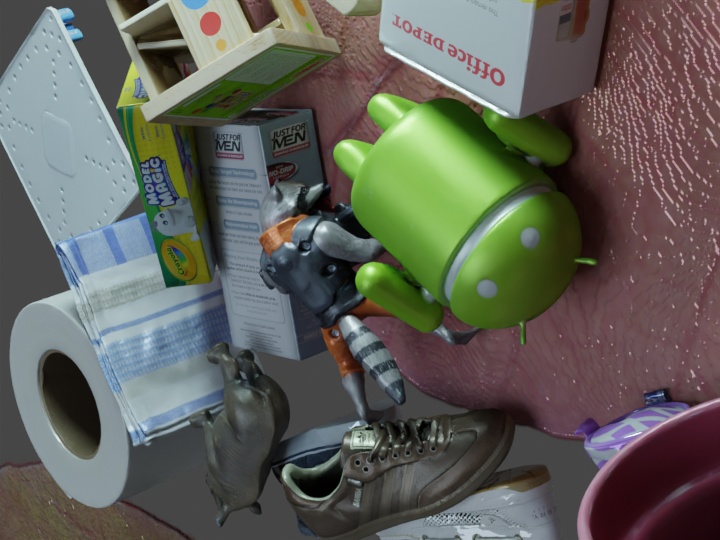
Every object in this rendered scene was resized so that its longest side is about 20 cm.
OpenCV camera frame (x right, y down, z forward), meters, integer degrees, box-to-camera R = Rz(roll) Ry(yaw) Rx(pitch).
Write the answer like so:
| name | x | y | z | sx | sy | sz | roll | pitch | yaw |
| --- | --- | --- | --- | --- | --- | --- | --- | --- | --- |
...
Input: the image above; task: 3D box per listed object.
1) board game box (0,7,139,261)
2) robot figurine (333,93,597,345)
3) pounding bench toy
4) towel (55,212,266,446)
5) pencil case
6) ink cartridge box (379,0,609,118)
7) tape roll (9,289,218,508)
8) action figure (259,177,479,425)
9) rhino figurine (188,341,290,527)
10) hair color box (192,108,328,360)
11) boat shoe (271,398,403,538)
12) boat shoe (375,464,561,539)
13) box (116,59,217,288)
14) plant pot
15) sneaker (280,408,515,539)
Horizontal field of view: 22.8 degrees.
| name | x | y | z | sx | sy | sz | roll | pitch | yaw |
| --- | --- | --- | --- | --- | --- | --- | --- | --- | --- |
| board game box | -0.287 | -0.127 | 1.759 | 0.200 | 0.026 | 0.201 | -40 | 74 | 51 |
| robot figurine | 0.073 | -0.041 | 1.263 | 0.200 | 0.116 | 0.176 | 45 | 105 | 24 |
| pounding bench toy | -0.090 | -0.227 | 1.379 | 0.199 | 0.124 | 0.157 | -28 | 82 | 23 |
| towel | -0.175 | 0.044 | 1.594 | 0.024 | 0.146 | 0.201 | -36 | 77 | 57 |
| pencil case | 0.211 | 0.189 | 1.225 | 0.085 | 0.084 | 0.201 | -16 | 93 | 33 |
| ink cartridge box | 0.094 | -0.224 | 1.185 | 0.145 | 0.083 | 0.201 | 34 | 131 | 38 |
| tape roll | -0.220 | 0.106 | 1.687 | 0.202 | 0.139 | 0.204 | 26 | 126 | 42 |
| action figure | 0.000 | 0.000 | 1.370 | 0.194 | 0.105 | 0.200 | 48 | 123 | 1 |
| rhino figurine | -0.107 | 0.154 | 1.545 | 0.088 | 0.060 | 0.201 | 52 | 144 | 31 |
| hair color box | -0.075 | -0.033 | 1.506 | 0.099 | 0.060 | 0.201 | 8 | 113 | 50 |
| boat shoe | -0.009 | 0.169 | 1.514 | 0.200 | 0.071 | 0.091 | -28 | 84 | 60 |
| boat shoe | 0.079 | 0.203 | 1.411 | 0.200 | 0.071 | 0.070 | -19 | 91 | 52 |
| box | -0.160 | -0.100 | 1.511 | 0.118 | 0.048 | 0.201 | -86 | -12 | -60 |
| plant pot | 0.255 | 0.199 | 1.104 | 0.199 | 0.200 | 0.180 | 4 | 124 | 51 |
| sneaker | 0.024 | 0.150 | 1.378 | 0.199 | 0.071 | 0.076 | -31 | 119 | 27 |
